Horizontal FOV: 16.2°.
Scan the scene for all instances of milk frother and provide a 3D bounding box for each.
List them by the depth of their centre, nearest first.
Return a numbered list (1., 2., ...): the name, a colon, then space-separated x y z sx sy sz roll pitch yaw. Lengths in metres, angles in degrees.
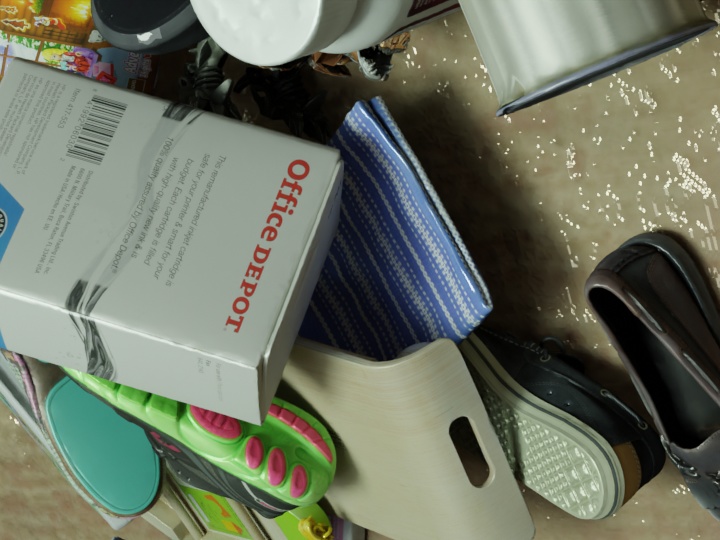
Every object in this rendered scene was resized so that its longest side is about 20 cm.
1. milk frother: 0.119 -0.197 1.200 0.200 0.180 0.188 157 90 -83

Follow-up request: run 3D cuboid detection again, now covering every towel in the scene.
1. towel: 0.000 0.000 1.481 0.145 0.024 0.200 60 150 10

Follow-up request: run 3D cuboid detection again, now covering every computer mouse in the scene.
1. computer mouse: -0.083 -0.198 1.429 0.138 0.200 0.053 10 156 31

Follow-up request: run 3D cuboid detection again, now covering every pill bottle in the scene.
1. pill bottle: 0.006 -0.176 1.322 0.110 0.200 0.110 17 118 34

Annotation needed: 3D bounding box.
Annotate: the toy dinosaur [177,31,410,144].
1. toy dinosaur: -0.043 -0.150 1.467 0.200 0.102 0.136 -126 51 -61

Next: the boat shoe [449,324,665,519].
1. boat shoe: 0.097 0.076 1.453 0.200 0.062 0.075 34 133 43

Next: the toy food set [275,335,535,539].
1. toy food set: 0.007 0.082 1.476 0.200 0.060 0.144 15 137 51

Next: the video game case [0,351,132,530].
1. video game case: -0.221 0.082 1.642 0.182 0.022 0.200 52 172 -11

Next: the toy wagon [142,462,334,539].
1. toy wagon: -0.082 0.144 1.577 0.200 0.040 0.155 8 140 43

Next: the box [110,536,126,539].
1. box: -0.089 0.274 1.626 0.200 0.104 0.148 14 146 35

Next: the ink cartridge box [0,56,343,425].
1. ink cartridge box: -0.125 -0.017 1.411 0.200 0.147 0.086 17 152 7

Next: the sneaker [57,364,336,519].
1. sneaker: -0.110 0.082 1.466 0.200 0.077 0.084 38 142 1

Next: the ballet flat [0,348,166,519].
1. ballet flat: -0.180 0.056 1.517 0.200 0.069 0.071 59 165 -9

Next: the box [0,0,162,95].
1. box: -0.191 -0.126 1.530 0.137 0.039 0.200 10 145 -7

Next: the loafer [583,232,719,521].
1. loafer: 0.182 0.078 1.378 0.072 0.063 0.200 -30 88 43

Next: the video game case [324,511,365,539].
1. video game case: -0.080 0.123 1.648 0.200 0.018 0.143 20 121 33
